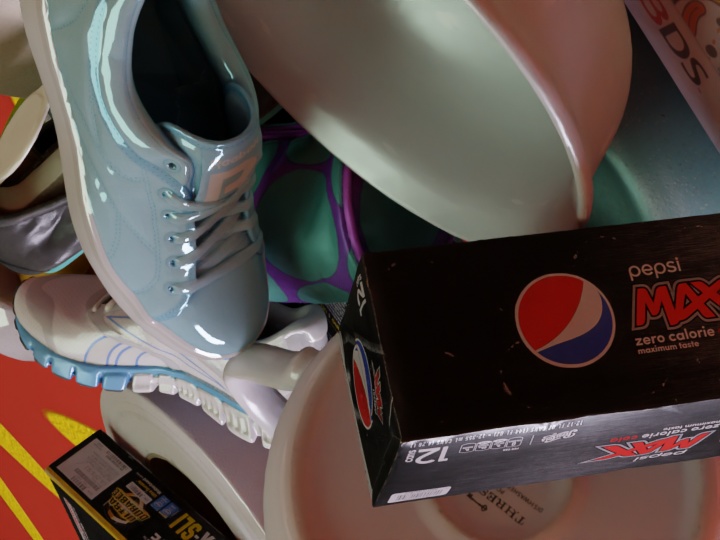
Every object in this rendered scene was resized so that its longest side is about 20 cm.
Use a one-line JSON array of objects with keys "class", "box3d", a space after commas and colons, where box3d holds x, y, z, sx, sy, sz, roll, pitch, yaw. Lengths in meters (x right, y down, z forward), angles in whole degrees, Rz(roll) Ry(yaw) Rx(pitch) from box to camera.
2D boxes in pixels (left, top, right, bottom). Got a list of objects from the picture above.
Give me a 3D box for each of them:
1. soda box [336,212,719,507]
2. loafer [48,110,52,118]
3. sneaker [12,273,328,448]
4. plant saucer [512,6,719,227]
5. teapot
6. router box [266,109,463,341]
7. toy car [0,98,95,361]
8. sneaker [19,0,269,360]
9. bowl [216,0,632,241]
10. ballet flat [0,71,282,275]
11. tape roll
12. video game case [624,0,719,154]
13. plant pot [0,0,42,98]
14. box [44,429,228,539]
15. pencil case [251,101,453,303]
[{"class": "soda box", "box3d": [0.096, 0.026, 0.611, 0.063, 0.198, 0.071, 108, 153, -62]}, {"class": "loafer", "box3d": [-0.100, -0.048, 0.982, 0.071, 0.063, 0.201, -10, 117, 46]}, {"class": "sneaker", "box3d": [-0.096, 0.021, 0.945, 0.198, 0.075, 0.087, 14, 127, 21]}, {"class": "plant saucer", "box3d": [0.086, -0.035, 0.759, 0.200, 0.036, 0.201, 43, 155, 25]}, {"class": "teapot", "box3d": [0.051, 0.105, 0.732, 0.146, 0.195, 0.202, 85, 175, -65]}, {"class": "router box", "box3d": [0.000, 0.000, 0.912, 0.200, 0.051, 0.150, 53, 160, 30]}, {"class": "toy car", "box3d": [-0.161, -0.042, 1.098, 0.149, 0.176, 0.200, 18, -164, -30]}, {"class": "sneaker", "box3d": [-0.069, -0.039, 0.687, 0.082, 0.074, 0.201, 27, 145, 47]}, {"class": "bowl", "box3d": [0.026, -0.105, 0.637, 0.201, 0.090, 0.201, 39, 164, 14]}, {"class": "ballet flat", "box3d": [-0.093, -0.069, 0.760, 0.068, 0.200, 0.068, 37, -160, -45]}, {"class": "tape roll", "box3d": [-0.044, 0.113, 1.081, 0.202, 0.139, 0.203, 42, 155, 25]}, {"class": "video game case", "box3d": [0.135, -0.120, 0.564, 0.183, 0.023, 0.200, 56, 157, -5]}, {"class": "plant pot", "box3d": [-0.119, -0.157, 0.827, 0.134, 0.202, 0.200, 29, 169, -28]}, {"class": "box", "box3d": [-0.102, 0.211, 1.092, 0.159, 0.049, 0.201, 31, 149, 40]}, {"class": "pencil case", "box3d": [-0.049, -0.034, 0.813, 0.199, 0.085, 0.093, 4, 117, 43]}]
